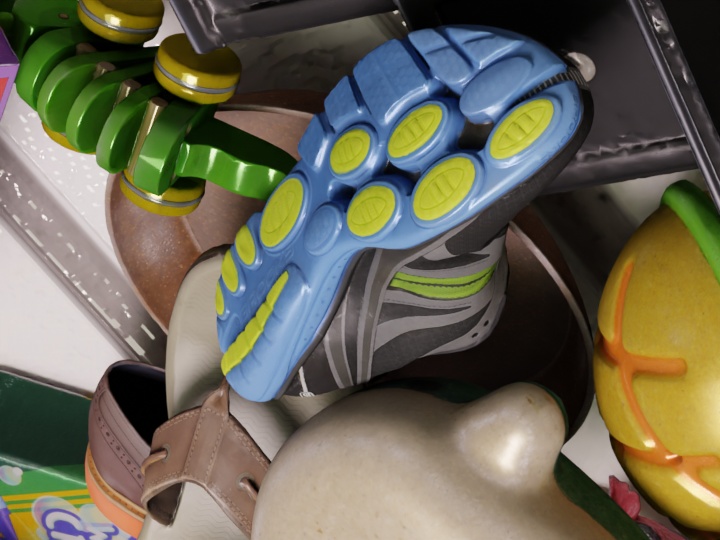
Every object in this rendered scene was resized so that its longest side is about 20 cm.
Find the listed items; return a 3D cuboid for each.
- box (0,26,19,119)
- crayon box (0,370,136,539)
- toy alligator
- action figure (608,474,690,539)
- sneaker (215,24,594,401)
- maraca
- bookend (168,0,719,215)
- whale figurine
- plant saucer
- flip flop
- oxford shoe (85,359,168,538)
[{"bbox_3d":[-0.191,-0.056,1.113,0.137,0.039,0.200,61,143,31],"label":"box"},{"bbox_3d":[-0.074,0.128,1.264,0.199,0.052,0.126,16,132,10],"label":"crayon box"},{"bbox_3d":[-0.105,-0.075,1.053,0.200,0.054,0.059,37,123,25],"label":"toy alligator"},{"bbox_3d":[0.151,0.165,1.163,0.149,0.134,0.200,-27,90,2],"label":"action figure"},{"bbox_3d":[0.020,-0.018,0.988,0.082,0.071,0.200,1,150,-30],"label":"sneaker"},{"bbox_3d":[0.141,0.052,1.054,0.107,0.137,0.200,-20,139,0],"label":"maraca"},{"bbox_3d":[0.021,-0.104,1.001,0.199,0.092,0.199,-8,124,30],"label":"bookend"},{"bbox_3d":[0.061,0.108,1.044,0.199,0.104,0.160,14,113,26],"label":"whale figurine"},{"bbox_3d":[0.000,0.000,1.116,0.200,0.035,0.201,18,143,14],"label":"plant saucer"},{"bbox_3d":[-0.053,0.085,1.112,0.081,0.058,0.201,22,116,8],"label":"flip flop"},{"bbox_3d":[-0.021,0.095,1.163,0.199,0.071,0.073,20,145,13],"label":"oxford shoe"}]
